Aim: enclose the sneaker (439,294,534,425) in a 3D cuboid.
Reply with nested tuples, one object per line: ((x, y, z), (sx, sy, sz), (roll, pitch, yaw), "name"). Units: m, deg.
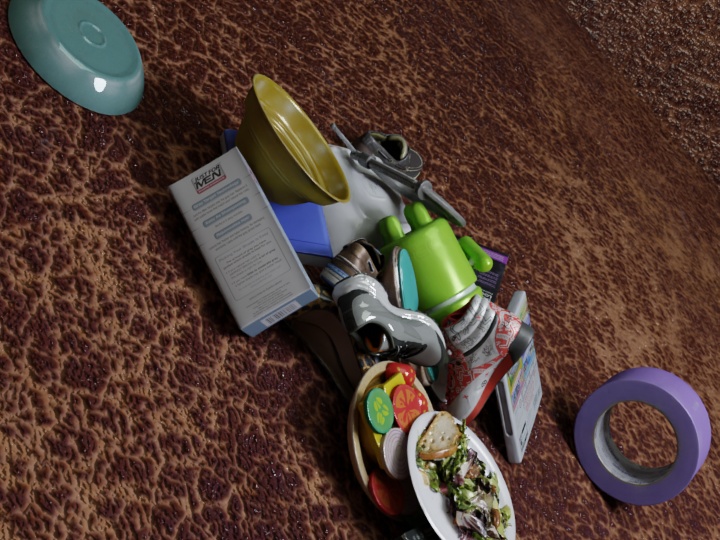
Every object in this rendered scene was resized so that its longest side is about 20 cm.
((0.136, 0.126, 1.500), (0.107, 0.202, 0.067), (33, 24, -1), "sneaker")

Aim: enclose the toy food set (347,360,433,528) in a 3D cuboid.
((0.051, 0.210, 1.365), (0.197, 0.048, 0.203), (-32, 105, -55), "toy food set")

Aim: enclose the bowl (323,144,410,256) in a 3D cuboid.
((-0.007, -0.104, 1.648), (0.199, 0.074, 0.202), (7, 51, -52), "bowl")

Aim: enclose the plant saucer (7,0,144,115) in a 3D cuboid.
((-0.345, -0.287, 1.405), (0.199, 0.036, 0.202), (36, 33, -28), "plant saucer")

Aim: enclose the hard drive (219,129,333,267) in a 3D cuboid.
((-0.114, -0.099, 1.504), (0.130, 0.025, 0.202), (8, 49, -28), "hard drive")

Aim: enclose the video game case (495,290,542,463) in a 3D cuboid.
((0.234, 0.155, 1.671), (0.200, 0.022, 0.184), (-53, 135, -59), "video game case")

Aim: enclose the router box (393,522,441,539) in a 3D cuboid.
((0.115, 0.369, 1.321), (0.199, 0.062, 0.151), (-3, 60, -56), "router box")

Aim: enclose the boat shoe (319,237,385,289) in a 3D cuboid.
((0.000, 0.000, 1.479), (0.072, 0.073, 0.200), (38, 2, 3), "boat shoe")

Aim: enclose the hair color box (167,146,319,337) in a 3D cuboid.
((-0.140, -0.034, 1.343), (0.202, 0.098, 0.061), (61, 1, 14), "hair color box")

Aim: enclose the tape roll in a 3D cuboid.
((0.443, 0.259, 1.761), (0.201, 0.199, 0.085), (57, 29, 9), "tape roll")

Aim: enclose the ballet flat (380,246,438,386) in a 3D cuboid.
((0.049, 0.067, 1.491), (0.068, 0.066, 0.203), (-47, 126, -62), "ballet flat")

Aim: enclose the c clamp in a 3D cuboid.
((0.058, -0.123, 1.578), (0.199, 0.027, 0.171), (32, -6, 39), "c clamp")

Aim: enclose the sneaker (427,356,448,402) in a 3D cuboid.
((0.163, 0.128, 1.622), (0.075, 0.087, 0.200), (52, 29, 4), "sneaker")

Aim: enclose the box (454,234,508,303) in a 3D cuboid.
((0.144, 0.009, 1.711), (0.141, 0.036, 0.201), (20, 33, 4), "box")

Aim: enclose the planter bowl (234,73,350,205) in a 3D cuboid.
((-0.104, -0.147, 1.447), (0.201, 0.083, 0.201), (49, 16, -20), "planter bowl")

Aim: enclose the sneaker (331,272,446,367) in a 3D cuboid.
((0.036, 0.082, 1.395), (0.199, 0.073, 0.080), (34, 39, -40), "sneaker")

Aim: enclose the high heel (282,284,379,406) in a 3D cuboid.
((-0.041, 0.100, 1.387), (0.199, 0.071, 0.144), (31, 39, -36), "high heel")

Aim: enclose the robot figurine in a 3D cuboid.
((0.096, 0.007, 1.561), (0.202, 0.174, 0.116), (62, -9, -3), "robot figurine")

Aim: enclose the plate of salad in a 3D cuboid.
((0.130, 0.258, 1.342), (0.199, 0.048, 0.202), (37, 35, -31), "plate of salad")

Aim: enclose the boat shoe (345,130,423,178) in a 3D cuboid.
((0.053, -0.188, 1.826), (0.199, 0.065, 0.074), (-4, 59, -57), "boat shoe")
